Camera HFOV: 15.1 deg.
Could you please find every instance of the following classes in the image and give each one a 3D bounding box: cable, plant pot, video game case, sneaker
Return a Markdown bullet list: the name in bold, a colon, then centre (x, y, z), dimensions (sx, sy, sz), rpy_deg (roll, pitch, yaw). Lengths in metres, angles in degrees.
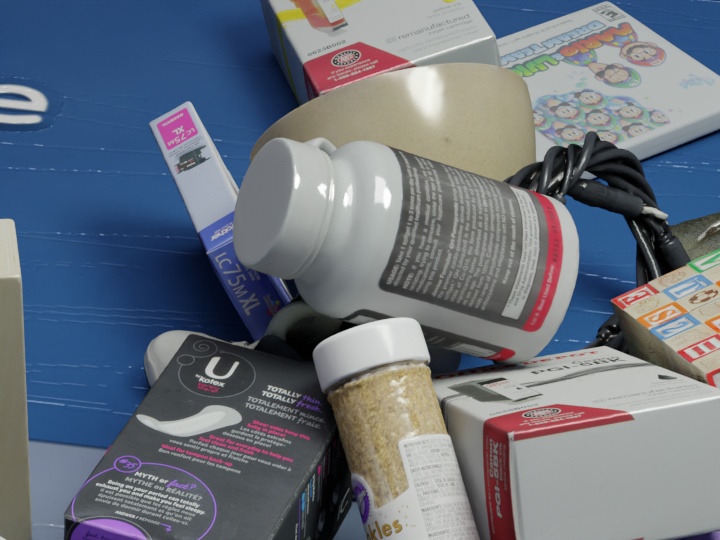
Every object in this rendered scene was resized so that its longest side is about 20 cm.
- **cable**: centre (0.145, 0.000, 1.823), dimensions (0.199, 0.164, 0.051), rpy_deg (-28, 17, -37)
- **plant pot**: centre (0.037, -0.038, 1.866), dimensions (0.199, 0.200, 0.135), rpy_deg (-10, 72, -18)
- **video game case**: centre (0.174, -0.140, 2.134), dimensions (0.199, 0.024, 0.182), rpy_deg (-21, 41, -28)
- **sneaker**: centre (-0.056, 0.051, 1.753), dimensions (0.199, 0.130, 0.079), rpy_deg (29, 42, 33)

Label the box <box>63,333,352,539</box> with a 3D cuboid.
- **box**: centre (-0.088, 0.145, 1.636), dimensions (0.121, 0.107, 0.200), rpy_deg (15, 36, 13)

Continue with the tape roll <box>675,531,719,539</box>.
- **tape roll**: centre (0.188, 0.232, 1.567), dimensions (0.199, 0.066, 0.201), rpy_deg (2, 36, -1)

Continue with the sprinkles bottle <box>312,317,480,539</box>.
- **sprinkles bottle**: centre (0.029, 0.131, 1.604), dimensions (0.068, 0.068, 0.201), rpy_deg (-11, 76, -20)

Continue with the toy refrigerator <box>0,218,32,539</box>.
- **toy refrigerator**: centre (-0.242, 0.069, 1.652), dimensions (0.075, 0.201, 0.070), rpy_deg (-4, 35, -9)

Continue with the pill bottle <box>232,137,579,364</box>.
- **pill bottle**: centre (0.026, -0.016, 1.680), dimensions (0.199, 0.111, 0.111), rpy_deg (16, 28, -27)

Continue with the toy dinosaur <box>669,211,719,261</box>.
- **toy dinosaur**: centre (0.260, -0.013, 1.915), dimensions (0.102, 0.077, 0.200), rpy_deg (-19, 43, -39)

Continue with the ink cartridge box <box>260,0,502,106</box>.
- **ink cartridge box**: centre (0.013, -0.176, 2.103), dimensions (0.144, 0.084, 0.200), rpy_deg (-19, 38, -6)

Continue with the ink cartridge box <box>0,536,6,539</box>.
- **ink cartridge box**: centre (-0.239, 0.211, 1.497), dimensions (0.199, 0.146, 0.083), rpy_deg (26, 38, 30)

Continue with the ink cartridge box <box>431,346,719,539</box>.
- **ink cartridge box**: centre (0.125, 0.108, 1.653), dimensions (0.146, 0.084, 0.200), rpy_deg (-9, 9, -16)

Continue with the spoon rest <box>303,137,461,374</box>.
- **spoon rest**: centre (0.000, 0.000, 1.778), dimensions (0.099, 0.201, 0.061), rpy_deg (-15, 21, 24)

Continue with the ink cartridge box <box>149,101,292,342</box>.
- **ink cartridge box**: centre (-0.084, -0.016, 1.856), dimensions (0.042, 0.120, 0.200), rpy_deg (-29, 39, -1)

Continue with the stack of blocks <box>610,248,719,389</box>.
- **stack of blocks**: centre (0.245, 0.043, 1.714), dimensions (0.115, 0.059, 0.200), rpy_deg (-23, 16, -6)
